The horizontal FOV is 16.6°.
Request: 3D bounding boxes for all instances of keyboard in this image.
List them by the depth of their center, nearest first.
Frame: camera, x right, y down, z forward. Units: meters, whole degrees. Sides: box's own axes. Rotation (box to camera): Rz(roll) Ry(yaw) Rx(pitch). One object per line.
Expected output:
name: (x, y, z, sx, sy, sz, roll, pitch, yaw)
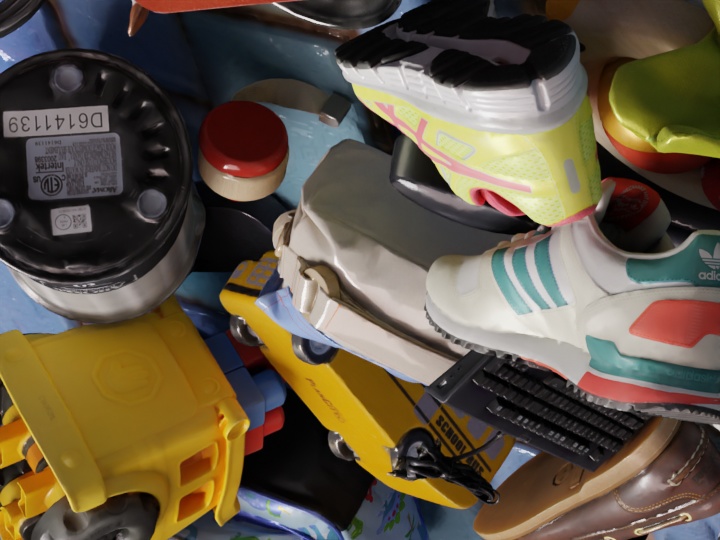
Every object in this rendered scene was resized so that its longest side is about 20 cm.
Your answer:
keyboard: (0.087, 0.078, 1.270, 0.021, 0.127, 0.200, 56, -166, 28)

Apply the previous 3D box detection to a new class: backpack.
backpack: (-0.059, 0.166, 1.575, 0.182, 0.147, 0.200, 17, 152, 27)

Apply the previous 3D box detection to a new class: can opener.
can opener: (0.112, -0.037, 1.180, 0.199, 0.079, 0.063, 17, 164, -5)

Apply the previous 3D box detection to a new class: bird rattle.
bird rattle: (0.161, -0.069, 1.082, 0.163, 0.113, 0.200, 25, 167, 32)

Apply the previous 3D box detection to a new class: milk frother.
milk frother: (-0.163, -0.087, 1.293, 0.180, 0.201, 0.188, 13, 172, -1)

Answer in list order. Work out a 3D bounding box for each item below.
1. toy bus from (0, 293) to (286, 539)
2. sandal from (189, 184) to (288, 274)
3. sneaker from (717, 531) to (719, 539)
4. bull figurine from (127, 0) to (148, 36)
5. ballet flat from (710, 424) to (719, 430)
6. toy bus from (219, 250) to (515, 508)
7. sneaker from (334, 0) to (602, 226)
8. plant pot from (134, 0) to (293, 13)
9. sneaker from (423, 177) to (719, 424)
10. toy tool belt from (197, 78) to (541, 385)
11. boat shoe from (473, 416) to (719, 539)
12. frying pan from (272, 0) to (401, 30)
toy bus: (-0.125, 0.107, 1.435, 0.136, 0.191, 0.200, 55, 154, 28)
sandal: (-0.121, -0.016, 1.442, 0.200, 0.043, 0.076, -7, 135, 48)
sneaker: (0.232, 0.161, 1.330, 0.075, 0.114, 0.200, 27, 152, 3)
bull figurine: (-0.155, -0.192, 1.159, 0.200, 0.065, 0.121, 31, 158, 1)
ballet flat: (0.195, 0.045, 1.045, 0.073, 0.073, 0.200, 41, 142, -20)
toy bus: (0.006, 0.057, 1.401, 0.065, 0.078, 0.200, 13, 149, 48)
sneaker: (0.049, -0.067, 1.091, 0.091, 0.078, 0.200, 66, 172, -21)
plant pot: (-0.032, -0.207, 0.910, 0.199, 0.177, 0.200, 0, 140, 42)
sneaker: (0.101, 0.002, 1.094, 0.070, 0.094, 0.200, 9, -172, -30)
toy tool belt: (0.000, 0.000, 1.277, 0.199, 0.125, 0.123, 26, 143, 8)
boat shoe: (0.139, 0.135, 1.419, 0.070, 0.071, 0.200, 41, 150, -12)
frying pan: (-0.058, -0.179, 1.133, 0.190, 0.031, 0.115, 35, 151, -4)
